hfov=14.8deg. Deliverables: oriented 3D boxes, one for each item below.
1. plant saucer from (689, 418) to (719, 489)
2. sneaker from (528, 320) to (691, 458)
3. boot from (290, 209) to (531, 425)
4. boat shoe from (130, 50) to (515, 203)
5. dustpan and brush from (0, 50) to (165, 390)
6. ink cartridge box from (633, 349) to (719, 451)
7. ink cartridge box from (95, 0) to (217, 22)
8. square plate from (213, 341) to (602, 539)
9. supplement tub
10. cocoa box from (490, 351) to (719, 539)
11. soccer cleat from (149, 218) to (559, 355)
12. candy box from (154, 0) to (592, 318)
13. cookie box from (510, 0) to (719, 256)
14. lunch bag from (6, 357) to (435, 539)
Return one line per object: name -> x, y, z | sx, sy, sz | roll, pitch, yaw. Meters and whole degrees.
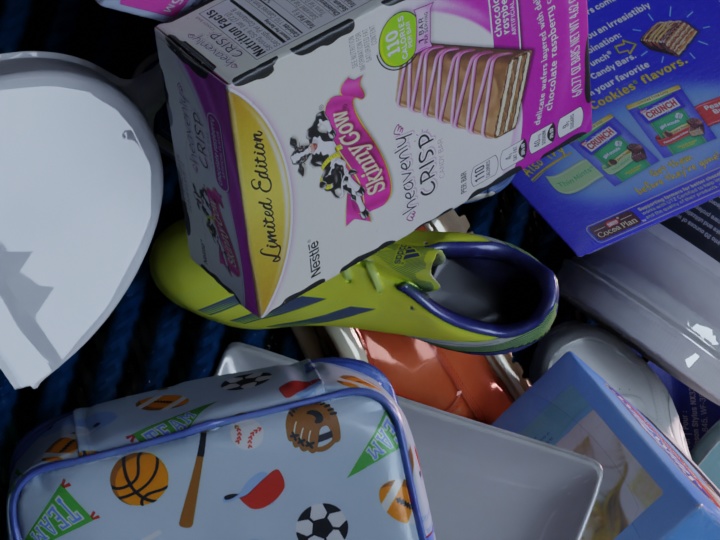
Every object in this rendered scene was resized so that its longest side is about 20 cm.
plant saucer -> 0.247, 0.136, 1.664 | 0.200, 0.027, 0.200 | -21, 132, -26
sneaker -> 0.161, 0.118, 1.533 | 0.078, 0.099, 0.200 | -30, 97, -4
boot -> 0.026, 0.060, 1.437 | 0.107, 0.075, 0.200 | -39, 118, -29
boat shoe -> -0.025, -0.062, 1.349 | 0.200, 0.072, 0.072 | 12, 78, -22
dustpan and brush -> -0.118, -0.059, 1.253 | 0.200, 0.057, 0.140 | -38, 109, -14
ink cartridge box -> 0.227, 0.012, 1.668 | 0.200, 0.047, 0.198 | -23, 112, -46
ink cartridge box -> -0.063, -0.155, 1.275 | 0.200, 0.119, 0.042 | 13, 128, -50
square plate -> -0.006, 0.156, 1.339 | 0.028, 0.198, 0.200 | 76, 34, -71
supplement tub -> 0.211, -0.039, 1.536 | 0.140, 0.140, 0.200 | 35, 89, -44
cocoa box -> 0.097, 0.170, 1.412 | 0.200, 0.133, 0.131 | -44, 136, 6
soccer cleat -> 0.000, -0.001, 1.333 | 0.200, 0.084, 0.065 | 9, 77, -14
candy box -> 0.011, -0.085, 1.256 | 0.200, 0.061, 0.137 | -29, 136, -23
cookie box -> 0.123, -0.123, 1.404 | 0.200, 0.171, 0.075 | 46, 40, -25
lunch bag -> -0.064, 0.133, 1.271 | 0.200, 0.076, 0.161 | -13, 105, -3
